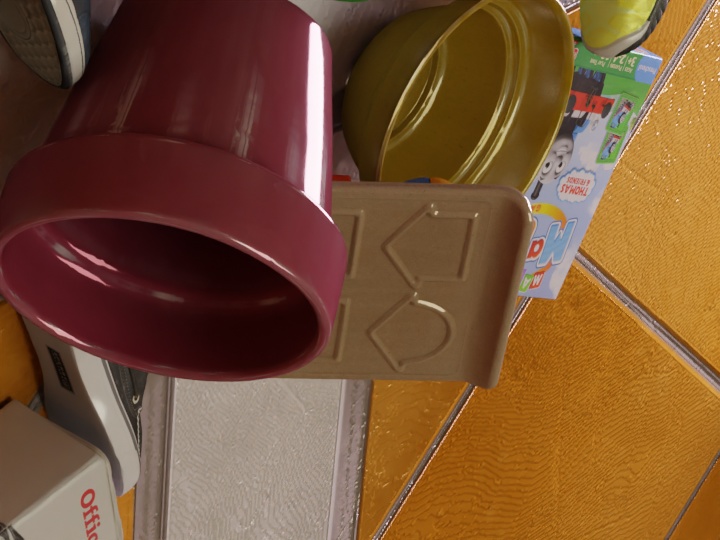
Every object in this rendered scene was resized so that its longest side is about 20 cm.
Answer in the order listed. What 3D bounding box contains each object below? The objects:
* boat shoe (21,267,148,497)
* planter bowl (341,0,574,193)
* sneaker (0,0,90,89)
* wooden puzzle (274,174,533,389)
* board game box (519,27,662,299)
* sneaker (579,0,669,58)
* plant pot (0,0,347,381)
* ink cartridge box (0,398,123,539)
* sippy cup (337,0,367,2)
[{"bbox_3d":[-0.159,0.054,1.739,0.066,0.070,0.200,-40,136,-26],"label":"boat shoe"},{"bbox_3d":[0.047,-0.109,1.872,0.200,0.083,0.201,-35,141,-35],"label":"planter bowl"},{"bbox_3d":[-0.141,-0.205,1.532,0.146,0.077,0.203,-38,141,-27],"label":"sneaker"},{"bbox_3d":[0.000,0.000,1.813,0.186,0.199,0.046,99,-6,-48],"label":"wooden puzzle"},{"bbox_3d":[0.133,-0.078,2.066,0.151,0.037,0.200,5,112,-56],"label":"board game box"},{"bbox_3d":[0.183,-0.248,1.971,0.076,0.075,0.201,10,96,-48],"label":"sneaker"},{"bbox_3d":[-0.095,-0.060,1.606,0.200,0.199,0.179,57,40,-56],"label":"plant pot"},{"bbox_3d":[-0.242,0.196,1.714,0.200,0.083,0.146,-38,142,-32],"label":"ink cartridge box"},{"bbox_3d":[-0.018,-0.245,1.637,0.131,0.139,0.178,-62,172,-16],"label":"sippy cup"}]
